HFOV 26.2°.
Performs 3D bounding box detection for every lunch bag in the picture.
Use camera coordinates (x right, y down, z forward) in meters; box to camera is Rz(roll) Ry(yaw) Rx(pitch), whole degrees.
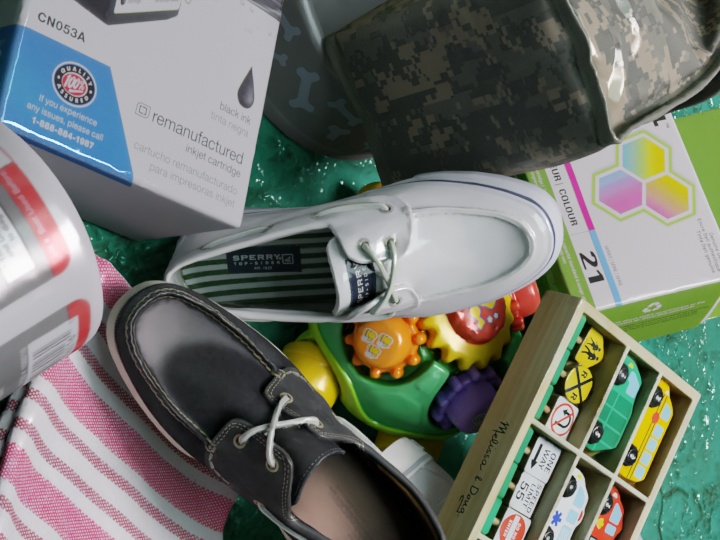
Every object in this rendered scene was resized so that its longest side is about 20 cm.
[{"bbox_3d":[0.110,-0.125,0.825,0.200,0.164,0.118,-33,104,-42],"label":"lunch bag"}]

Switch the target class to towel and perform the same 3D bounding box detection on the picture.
[{"bbox_3d":[-0.114,0.111,0.720,0.146,0.030,0.201,48,43,-36],"label":"towel"}]

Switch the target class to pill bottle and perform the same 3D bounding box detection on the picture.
[{"bbox_3d":[-0.209,0.029,0.594,0.200,0.114,0.114,-35,111,-33],"label":"pill bottle"}]

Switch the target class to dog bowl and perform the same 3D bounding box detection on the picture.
[{"bbox_3d":[0.006,-0.166,0.881,0.200,0.059,0.201,5,83,-46],"label":"dog bowl"}]

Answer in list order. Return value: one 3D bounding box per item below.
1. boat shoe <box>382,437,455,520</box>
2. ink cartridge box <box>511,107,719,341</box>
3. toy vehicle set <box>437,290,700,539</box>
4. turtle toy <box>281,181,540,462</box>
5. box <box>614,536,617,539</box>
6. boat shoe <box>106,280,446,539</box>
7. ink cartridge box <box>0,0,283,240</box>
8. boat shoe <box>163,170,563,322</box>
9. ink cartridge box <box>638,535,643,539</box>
[{"bbox_3d":[-0.017,0.176,0.790,0.068,0.072,0.200,39,60,13],"label":"boat shoe"},{"bbox_3d":[0.194,-0.046,0.947,0.199,0.076,0.148,-14,67,-10],"label":"ink cartridge box"},{"bbox_3d":[0.100,0.127,0.817,0.124,0.026,0.201,34,78,-39],"label":"toy vehicle set"},{"bbox_3d":[0.054,0.040,0.862,0.200,0.101,0.146,36,61,-23],"label":"turtle toy"},{"bbox_3d":[0.175,0.251,0.915,0.200,0.036,0.145,33,63,-40],"label":"box"},{"bbox_3d":[-0.036,0.078,0.729,0.200,0.068,0.072,47,68,-11],"label":"boat shoe"},{"bbox_3d":[-0.115,-0.132,0.734,0.145,0.083,0.201,23,70,-42],"label":"ink cartridge box"},{"bbox_3d":[0.000,0.000,0.760,0.067,0.199,0.074,-64,143,-66],"label":"boat shoe"},{"bbox_3d":[0.089,0.214,0.913,0.200,0.084,0.176,-45,118,-39],"label":"ink cartridge box"}]
